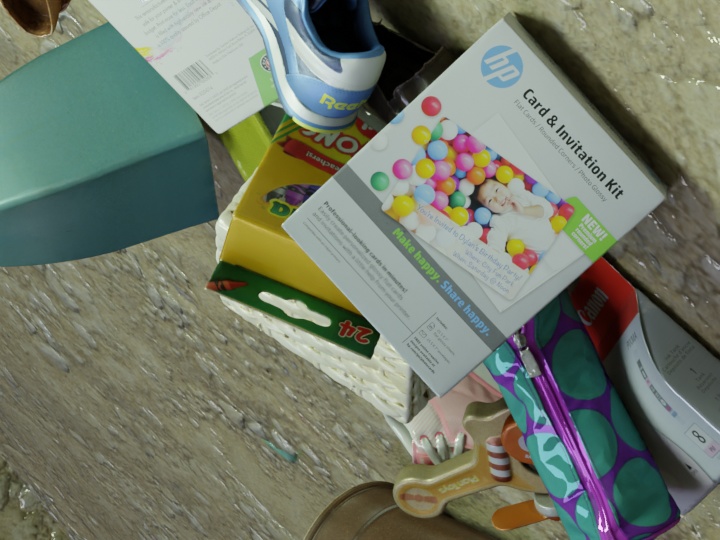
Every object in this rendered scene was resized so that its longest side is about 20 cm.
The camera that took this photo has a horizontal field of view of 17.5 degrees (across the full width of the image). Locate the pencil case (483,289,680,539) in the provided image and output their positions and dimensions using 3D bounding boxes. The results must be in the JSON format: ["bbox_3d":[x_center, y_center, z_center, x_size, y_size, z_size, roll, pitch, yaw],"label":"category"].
[{"bbox_3d":[0.151,0.111,1.668,0.201,0.085,0.092,62,-164,-2],"label":"pencil case"}]

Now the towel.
[{"bbox_3d":[-0.103,-0.122,1.869,0.086,0.018,0.200,21,146,56],"label":"towel"}]

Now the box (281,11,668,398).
[{"bbox_3d":[0.073,-0.040,1.504,0.156,0.200,0.041,48,-166,-2],"label":"box"}]

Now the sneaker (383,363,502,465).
[{"bbox_3d":[0.104,0.144,1.908,0.200,0.105,0.075,35,156,25],"label":"sneaker"}]

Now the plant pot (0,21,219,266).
[{"bbox_3d":[-0.241,-0.096,1.950,0.141,0.199,0.142,88,158,-61],"label":"plant pot"}]

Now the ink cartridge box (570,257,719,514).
[{"bbox_3d":[0.192,0.075,1.683,0.200,0.057,0.163,39,159,8],"label":"ink cartridge box"}]

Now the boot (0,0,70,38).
[{"bbox_3d":[-0.249,-0.285,1.720,0.073,0.155,0.200,-7,137,30],"label":"boot"}]

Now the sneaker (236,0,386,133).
[{"bbox_3d":[-0.040,-0.195,1.579,0.200,0.074,0.082,62,145,13],"label":"sneaker"}]

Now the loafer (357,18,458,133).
[{"bbox_3d":[0.053,-0.108,1.574,0.200,0.073,0.071,31,157,37],"label":"loafer"}]

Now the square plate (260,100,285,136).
[{"bbox_3d":[-0.004,-0.062,1.846,0.200,0.028,0.198,18,145,53],"label":"square plate"}]

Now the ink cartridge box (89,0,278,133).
[{"bbox_3d":[-0.121,-0.205,1.662,0.117,0.067,0.200,-26,116,41],"label":"ink cartridge box"}]

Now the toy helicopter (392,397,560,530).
[{"bbox_3d":[0.114,0.157,1.843,0.200,0.079,0.132,-24,119,34],"label":"toy helicopter"}]

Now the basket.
[{"bbox_3d":[0.000,0.000,1.734,0.200,0.123,0.136,32,152,18],"label":"basket"}]

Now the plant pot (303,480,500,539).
[{"bbox_3d":[0.070,0.317,2.198,0.198,0.200,0.201,12,141,45],"label":"plant pot"}]

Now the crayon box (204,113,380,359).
[{"bbox_3d":[-0.014,-0.040,1.612,0.127,0.200,0.051,22,134,1],"label":"crayon box"}]
